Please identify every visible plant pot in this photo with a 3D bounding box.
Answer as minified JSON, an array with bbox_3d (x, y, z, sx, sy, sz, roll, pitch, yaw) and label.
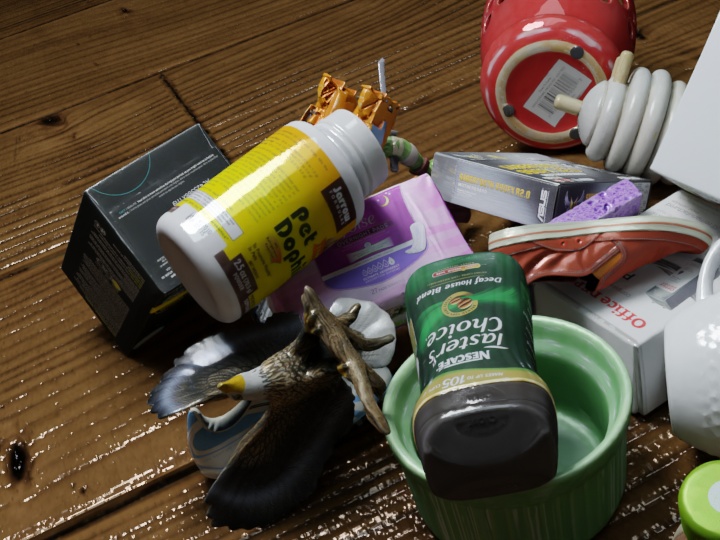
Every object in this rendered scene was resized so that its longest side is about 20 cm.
[{"bbox_3d":[0.239,-0.269,1.280,0.196,0.203,0.184,-1,39,19],"label":"plant pot"}]

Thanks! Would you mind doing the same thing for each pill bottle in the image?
[{"bbox_3d":[-0.072,-0.054,0.900,0.199,0.110,0.109,-39,40,-19],"label":"pill bottle"}]

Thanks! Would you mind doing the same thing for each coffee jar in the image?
[{"bbox_3d":[0.087,0.075,0.766,0.102,0.087,0.202,-11,34,7],"label":"coffee jar"}]

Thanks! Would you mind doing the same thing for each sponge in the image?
[{"bbox_3d":[0.185,-0.002,0.992,0.198,0.113,0.030,-28,53,-19],"label":"sponge"}]

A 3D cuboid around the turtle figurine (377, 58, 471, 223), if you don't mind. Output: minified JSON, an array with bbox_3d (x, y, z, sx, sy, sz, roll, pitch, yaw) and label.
[{"bbox_3d":[0.017,-0.081,1.145,0.143,0.200,0.195,-28,25,42],"label":"turtle figurine"}]

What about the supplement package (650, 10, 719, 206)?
[{"bbox_3d":[0.380,-0.123,0.950,0.150,0.153,0.199,28,10,24],"label":"supplement package"}]

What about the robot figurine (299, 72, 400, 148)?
[{"bbox_3d":[-0.042,-0.099,1.075,0.144,0.058,0.203,24,87,47],"label":"robot figurine"}]

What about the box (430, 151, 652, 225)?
[{"bbox_3d":[0.193,-0.087,1.092,0.157,0.049,0.198,21,18,40],"label":"box"}]

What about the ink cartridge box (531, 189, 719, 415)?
[{"bbox_3d":[0.277,0.023,0.948,0.198,0.086,0.145,-30,36,-18],"label":"ink cartridge box"}]

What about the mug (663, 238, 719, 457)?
[{"bbox_3d":[0.328,0.055,0.805,0.172,0.148,0.204,-6,64,19],"label":"mug"}]

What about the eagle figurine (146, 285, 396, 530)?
[{"bbox_3d":[-0.071,0.100,0.855,0.200,0.149,0.154,-43,30,37],"label":"eagle figurine"}]

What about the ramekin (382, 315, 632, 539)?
[{"bbox_3d":[0.122,0.137,0.832,0.196,0.099,0.202,-10,34,7],"label":"ramekin"}]

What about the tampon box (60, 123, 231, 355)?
[{"bbox_3d":[-0.209,-0.028,1.085,0.149,0.127,0.200,-38,-3,-30],"label":"tampon box"}]

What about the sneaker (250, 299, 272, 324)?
[{"bbox_3d":[-0.079,0.056,1.064,0.079,0.075,0.201,-13,27,21],"label":"sneaker"}]

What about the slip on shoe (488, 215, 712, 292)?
[{"bbox_3d":[0.210,-0.012,0.903,0.195,0.063,0.074,-6,-7,-4],"label":"slip on shoe"}]

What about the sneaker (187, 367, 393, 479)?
[{"bbox_3d":[-0.063,0.124,0.937,0.197,0.074,0.072,-21,13,-8],"label":"sneaker"}]

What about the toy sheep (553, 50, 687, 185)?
[{"bbox_3d":[0.313,-0.165,1.152,0.196,0.140,0.139,18,41,10],"label":"toy sheep"}]

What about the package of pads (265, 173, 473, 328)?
[{"bbox_3d":[0.000,0.000,0.973,0.197,0.076,0.122,-23,64,-11],"label":"package of pads"}]

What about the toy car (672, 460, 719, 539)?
[{"bbox_3d":[0.243,0.246,0.593,0.155,0.166,0.202,6,51,28],"label":"toy car"}]
